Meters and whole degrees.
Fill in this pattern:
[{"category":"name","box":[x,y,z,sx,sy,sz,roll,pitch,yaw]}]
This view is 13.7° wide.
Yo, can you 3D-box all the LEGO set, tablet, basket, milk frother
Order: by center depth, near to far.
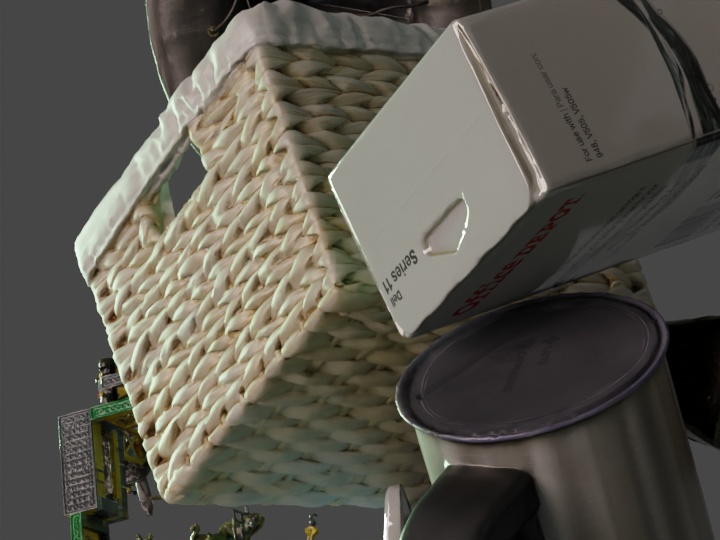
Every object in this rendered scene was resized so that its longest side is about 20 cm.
[{"category":"milk frother","box":[0.126,0.127,1.209,0.199,0.181,0.189,-9,116,19]},{"category":"tablet","box":[0.021,0.176,1.419,0.200,0.014,0.131,67,-155,-79]},{"category":"basket","box":[0.000,0.000,1.420,0.198,0.199,0.161,-50,47,41]},{"category":"LEGO set","box":[-0.088,0.149,1.646,0.153,0.116,0.201,-23,65,21]}]

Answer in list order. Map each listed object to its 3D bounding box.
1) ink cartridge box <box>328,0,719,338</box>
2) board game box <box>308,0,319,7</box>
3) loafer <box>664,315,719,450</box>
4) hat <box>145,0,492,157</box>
[{"category":"ink cartridge box","box":[0.105,-0.060,1.232,0.083,0.200,0.147,63,148,14]},{"category":"board game box","box":[-0.005,-0.256,1.627,0.135,0.034,0.200,54,128,48]},{"category":"loafer","box":[0.182,0.054,1.242,0.200,0.067,0.076,-3,81,57]},{"category":"hat","box":[-0.017,-0.135,1.566,0.081,0.200,0.201,-42,-34,-77]}]
